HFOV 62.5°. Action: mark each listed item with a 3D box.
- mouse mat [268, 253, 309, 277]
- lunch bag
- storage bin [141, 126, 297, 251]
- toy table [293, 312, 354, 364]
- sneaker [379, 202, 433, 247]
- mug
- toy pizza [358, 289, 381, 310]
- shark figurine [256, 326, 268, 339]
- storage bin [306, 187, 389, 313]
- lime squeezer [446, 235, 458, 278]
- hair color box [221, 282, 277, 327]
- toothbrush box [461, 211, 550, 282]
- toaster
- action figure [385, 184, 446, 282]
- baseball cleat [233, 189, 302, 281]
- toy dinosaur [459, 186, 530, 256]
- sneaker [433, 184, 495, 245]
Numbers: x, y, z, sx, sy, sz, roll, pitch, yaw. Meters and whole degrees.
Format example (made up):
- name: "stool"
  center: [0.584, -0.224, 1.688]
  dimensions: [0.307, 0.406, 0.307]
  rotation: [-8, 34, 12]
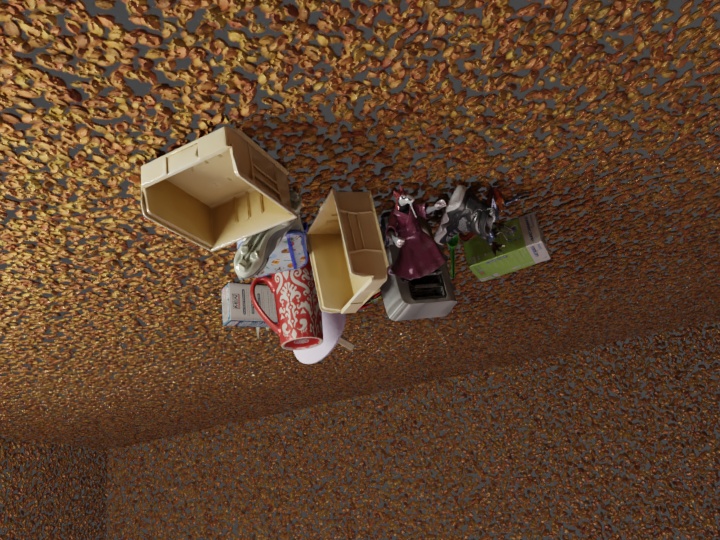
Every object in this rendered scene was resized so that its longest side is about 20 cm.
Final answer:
- name: "mouse mat"
  center: [-0.151, -0.007, 1.536]
  dimensions: [0.195, 0.008, 0.160]
  rotation: [7, 152, -34]
- name: "lunch bag"
  center: [-0.188, -0.058, 1.308]
  dimensions: [0.154, 0.078, 0.201]
  rotation: [-10, 159, -6]
- name: "storage bin"
  center: [-0.246, -0.138, 1.038]
  dimensions: [0.194, 0.097, 0.198]
  rotation: [-18, 157, 20]
- name: "toy table"
  center: [-0.101, 0.162, 1.638]
  dimensions: [0.201, 0.183, 0.117]
  rotation: [-50, 167, 1]
- name: "sneaker"
  center: [0.110, -0.080, 1.386]
  dimensions: [0.105, 0.072, 0.200]
  rotation: [-21, 149, 13]
- name: "mug"
  center: [-0.173, 0.089, 1.477]
  dimensions: [0.172, 0.207, 0.134]
  rotation: [-14, 159, 11]
- name: "toy pizza"
  center: [0.049, 0.066, 1.662]
  dimensions: [0.196, 0.032, 0.200]
  rotation: [-30, 175, -3]
- name: "shark figurine"
  center: [-0.227, 0.160, 1.742]
  dimensions: [0.208, 0.092, 0.128]
  rotation: [-20, -172, 8]
- name: "storage bin"
  center: [-0.032, -0.035, 1.264]
  dimensions: [0.091, 0.205, 0.200]
  rotation: [-3, 158, -25]
- name: "lime squeezer"
  center: [0.235, -0.086, 1.443]
  dimensions: [0.036, 0.072, 0.205]
  rotation: [7, 124, -9]
- name: "hair color box"
  center: [-0.273, 0.096, 1.602]
  dimensions: [0.195, 0.104, 0.060]
  rotation: [6, 157, -35]
- name: "toothbrush box"
  center: [0.380, -0.057, 1.543]
  dimensions: [0.195, 0.089, 0.145]
  rotation: [-19, 156, 22]
- name: "toaster"
  center: [0.134, 0.021, 1.502]
  dimensions: [0.193, 0.187, 0.119]
  rotation: [-3, 155, -20]
- name: "action figure"
  center: [0.109, -0.086, 1.267]
  dimensions: [0.131, 0.206, 0.148]
  rotation: [-23, -165, -15]
- name: "baseball cleat"
  center: [-0.187, -0.069, 1.179]
  dimensions: [0.069, 0.202, 0.107]
  rotation: [36, 162, 3]
- name: "toy dinosaur"
  center: [0.295, -0.118, 1.370]
  dimensions: [0.194, 0.108, 0.183]
  rotation: [-6, 141, 25]
- name: "sneaker"
  center: [0.235, -0.100, 1.329]
  dimensions: [0.111, 0.077, 0.202]
  rotation: [27, 154, 7]
